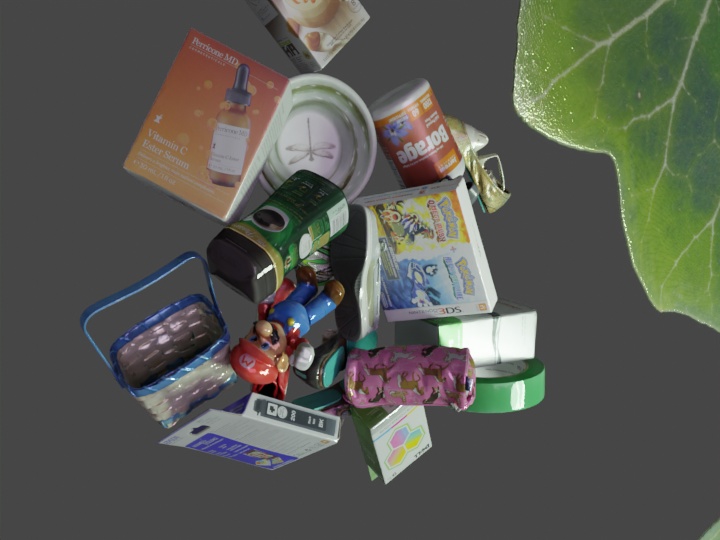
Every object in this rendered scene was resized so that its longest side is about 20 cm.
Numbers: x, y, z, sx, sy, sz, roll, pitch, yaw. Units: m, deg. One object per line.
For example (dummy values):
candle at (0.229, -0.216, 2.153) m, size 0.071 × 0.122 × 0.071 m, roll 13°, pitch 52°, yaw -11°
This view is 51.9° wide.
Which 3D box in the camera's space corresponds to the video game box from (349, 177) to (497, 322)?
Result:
video game box at (0.094, -0.024, 1.104) m, size 0.047 × 0.178 × 0.204 m, roll -54°, pitch 129°, yaw -54°

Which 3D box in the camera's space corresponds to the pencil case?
pencil case at (0.072, 0.158, 1.089) m, size 0.194 × 0.087 × 0.085 m, roll -1°, pitch 122°, yaw 14°

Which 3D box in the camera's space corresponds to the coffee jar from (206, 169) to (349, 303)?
coffee jar at (-0.109, -0.046, 0.991) m, size 0.200 × 0.103 × 0.087 m, roll -43°, pitch 150°, yaw -35°

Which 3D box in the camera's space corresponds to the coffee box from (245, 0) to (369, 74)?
coffee box at (-0.095, -0.399, 1.053) m, size 0.115 × 0.079 × 0.201 m, roll -48°, pitch 115°, yaw -14°

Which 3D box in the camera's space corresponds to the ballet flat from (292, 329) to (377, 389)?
ballet flat at (-0.041, 0.123, 1.142) m, size 0.199 × 0.067 × 0.070 m, roll -21°, pitch 117°, yaw -63°

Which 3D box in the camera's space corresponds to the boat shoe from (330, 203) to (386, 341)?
boat shoe at (0.001, 0.001, 1.098) m, size 0.064 × 0.073 × 0.208 m, roll -19°, pitch 114°, yaw -47°

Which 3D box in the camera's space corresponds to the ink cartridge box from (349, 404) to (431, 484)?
ink cartridge box at (0.055, 0.269, 1.188) m, size 0.103 × 0.059 × 0.203 m, roll -33°, pitch 134°, yaw -22°

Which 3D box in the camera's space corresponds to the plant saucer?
plant saucer at (-0.073, -0.186, 1.102) m, size 0.194 × 0.050 × 0.207 m, roll -3°, pitch 99°, yaw -20°

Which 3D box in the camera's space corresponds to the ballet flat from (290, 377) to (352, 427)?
ballet flat at (-0.027, 0.214, 1.180) m, size 0.196 × 0.069 × 0.073 m, roll -19°, pitch 122°, yaw -27°

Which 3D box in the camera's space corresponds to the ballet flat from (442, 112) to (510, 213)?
ballet flat at (0.194, -0.190, 1.234) m, size 0.070 × 0.070 × 0.202 m, roll -41°, pitch 116°, yaw -16°

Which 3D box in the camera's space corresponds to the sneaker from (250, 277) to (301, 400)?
sneaker at (-0.119, 0.117, 1.080) m, size 0.076 × 0.115 × 0.207 m, roll 3°, pitch 95°, yaw -10°

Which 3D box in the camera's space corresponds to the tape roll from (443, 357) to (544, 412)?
tape roll at (0.203, 0.177, 1.215) m, size 0.195 × 0.199 × 0.050 m, roll -6°, pitch 99°, yaw -26°

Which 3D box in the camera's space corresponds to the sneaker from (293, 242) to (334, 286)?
sneaker at (-0.079, -0.017, 1.113) m, size 0.195 × 0.078 × 0.088 m, roll 3°, pitch 96°, yaw -28°

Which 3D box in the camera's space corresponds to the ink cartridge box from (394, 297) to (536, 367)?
ink cartridge box at (0.172, 0.101, 1.220) m, size 0.195 × 0.146 × 0.086 m, roll -5°, pitch 101°, yaw -25°

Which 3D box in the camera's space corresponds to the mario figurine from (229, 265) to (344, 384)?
mario figurine at (-0.103, 0.067, 1.006) m, size 0.201 × 0.122 × 0.107 m, roll -49°, pitch 117°, yaw -38°

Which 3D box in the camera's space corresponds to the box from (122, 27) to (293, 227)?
box at (-0.197, -0.183, 0.985) m, size 0.149 × 0.106 × 0.204 m, roll 25°, pitch 85°, yaw -1°

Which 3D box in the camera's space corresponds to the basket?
basket at (-0.261, 0.094, 0.988) m, size 0.174 × 0.139 × 0.204 m, roll -29°, pitch 134°, yaw -22°

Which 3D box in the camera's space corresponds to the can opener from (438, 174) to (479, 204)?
can opener at (0.089, -0.083, 1.133) m, size 0.066 × 0.197 × 0.053 m, roll 44°, pitch 39°, yaw -28°

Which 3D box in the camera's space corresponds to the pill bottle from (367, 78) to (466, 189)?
pill bottle at (0.097, -0.185, 1.163) m, size 0.111 × 0.112 × 0.203 m, roll -37°, pitch 111°, yaw -18°

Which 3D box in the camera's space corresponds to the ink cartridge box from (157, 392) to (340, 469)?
ink cartridge box at (-0.160, 0.225, 1.042) m, size 0.196 × 0.197 × 0.045 m, roll 21°, pitch 56°, yaw -29°
